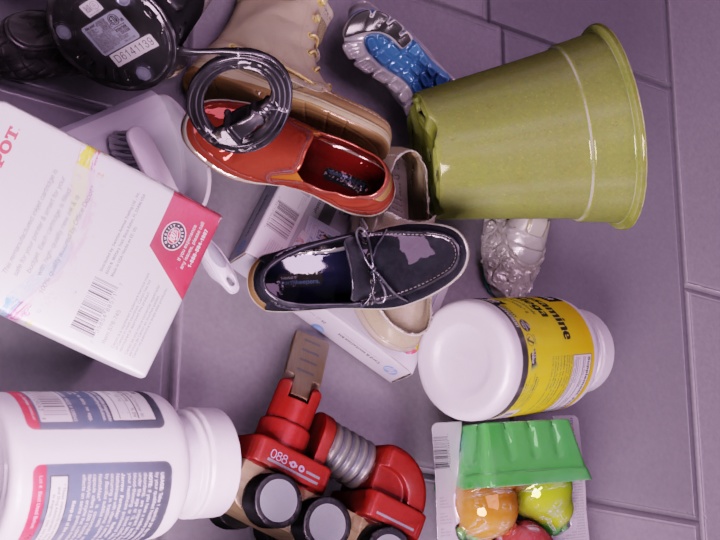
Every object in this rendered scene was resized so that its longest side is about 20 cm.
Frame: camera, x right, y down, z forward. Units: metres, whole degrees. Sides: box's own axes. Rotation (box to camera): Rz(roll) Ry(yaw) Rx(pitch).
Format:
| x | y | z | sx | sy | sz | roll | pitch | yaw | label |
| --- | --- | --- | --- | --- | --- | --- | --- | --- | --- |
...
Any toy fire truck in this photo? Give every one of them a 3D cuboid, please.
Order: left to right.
| x | y | z | sx | sy | sz | roll | pitch | yaw | label |
| --- | --- | --- | --- | --- | --- | --- | --- | --- | --- |
| -0.027 | 0.153 | 1.406 | 0.176 | 0.129 | 0.200 | 30 | 68 | -23 | toy fire truck |

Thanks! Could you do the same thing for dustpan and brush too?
| x | y | z | sx | sy | sz | roll | pitch | yaw | label |
| --- | --- | --- | --- | --- | --- | --- | --- | --- | --- |
| -0.169 | -0.061 | 1.411 | 0.140 | 0.057 | 0.200 | -30 | 91 | -39 | dustpan and brush |

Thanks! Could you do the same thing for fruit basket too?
| x | y | z | sx | sy | sz | roll | pitch | yaw | label |
| --- | --- | --- | --- | --- | --- | --- | --- | --- | --- |
| 0.140 | 0.238 | 1.512 | 0.185 | 0.094 | 0.200 | 0 | 88 | -34 | fruit basket |

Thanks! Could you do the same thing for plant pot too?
| x | y | z | sx | sy | sz | roll | pitch | yaw | label |
| --- | --- | --- | --- | --- | --- | --- | --- | --- | --- |
| 0.149 | -0.123 | 1.539 | 0.190 | 0.200 | 0.200 | -9 | 77 | -8 | plant pot |

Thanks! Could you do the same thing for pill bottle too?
| x | y | z | sx | sy | sz | roll | pitch | yaw | label |
| --- | --- | --- | --- | --- | --- | --- | --- | --- | --- |
| -0.202 | 0.155 | 1.270 | 0.200 | 0.120 | 0.120 | 3 | 71 | -34 | pill bottle |
| 0.155 | 0.081 | 1.538 | 0.200 | 0.112 | 0.113 | -1 | 72 | -51 | pill bottle |

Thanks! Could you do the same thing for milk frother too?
| x | y | z | sx | sy | sz | roll | pitch | yaw | label |
| --- | --- | --- | --- | --- | --- | --- | --- | --- | --- |
| -0.137 | -0.226 | 1.401 | 0.200 | 0.180 | 0.188 | 65 | 34 | -35 | milk frother |

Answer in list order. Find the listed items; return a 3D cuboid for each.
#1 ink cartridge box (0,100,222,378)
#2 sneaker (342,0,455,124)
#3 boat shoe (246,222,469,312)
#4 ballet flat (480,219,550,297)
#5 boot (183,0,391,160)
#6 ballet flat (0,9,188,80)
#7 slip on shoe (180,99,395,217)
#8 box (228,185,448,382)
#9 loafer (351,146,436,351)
| x | y | z | sx | sy | sz | roll | pitch | yaw | label |
| --- | --- | --- | --- | --- | --- | --- | --- | --- | --- |
| -0.243 | -0.027 | 1.268 | 0.200 | 0.145 | 0.145 | 29 | 83 | -24 | ink cartridge box |
| 0.054 | -0.196 | 1.617 | 0.200 | 0.075 | 0.087 | 50 | 13 | -26 | sneaker |
| 0.000 | 0.000 | 1.415 | 0.200 | 0.062 | 0.075 | -8 | 89 | -6 | boat shoe |
| 0.166 | -0.065 | 1.644 | 0.072 | 0.072 | 0.200 | 22 | 62 | -27 | ballet flat |
| -0.046 | -0.190 | 1.510 | 0.200 | 0.073 | 0.156 | 20 | 54 | 8 | boot |
| -0.240 | -0.197 | 1.430 | 0.200 | 0.057 | 0.067 | -1 | 64 | -42 | ballet flat |
| -0.061 | -0.104 | 1.424 | 0.200 | 0.061 | 0.074 | 21 | 75 | -3 | slip on shoe |
| -0.009 | -0.014 | 1.518 | 0.200 | 0.041 | 0.156 | 35 | 57 | -18 | box |
| 0.032 | -0.026 | 1.481 | 0.076 | 0.068 | 0.200 | 3 | 71 | -34 | loafer |
